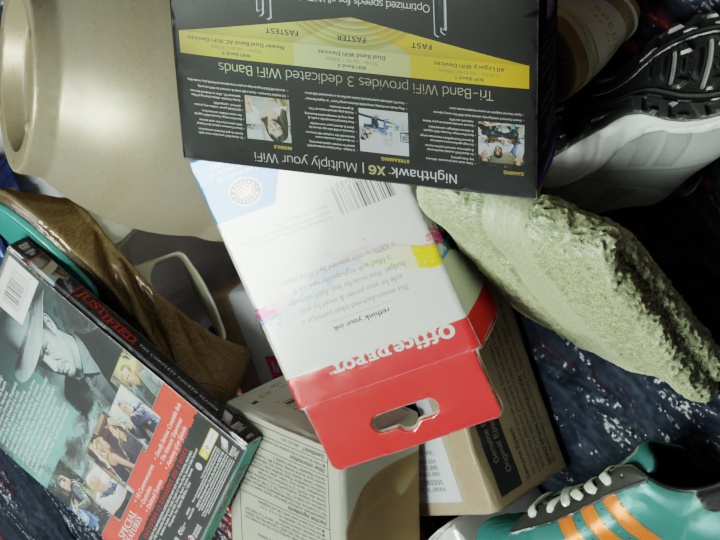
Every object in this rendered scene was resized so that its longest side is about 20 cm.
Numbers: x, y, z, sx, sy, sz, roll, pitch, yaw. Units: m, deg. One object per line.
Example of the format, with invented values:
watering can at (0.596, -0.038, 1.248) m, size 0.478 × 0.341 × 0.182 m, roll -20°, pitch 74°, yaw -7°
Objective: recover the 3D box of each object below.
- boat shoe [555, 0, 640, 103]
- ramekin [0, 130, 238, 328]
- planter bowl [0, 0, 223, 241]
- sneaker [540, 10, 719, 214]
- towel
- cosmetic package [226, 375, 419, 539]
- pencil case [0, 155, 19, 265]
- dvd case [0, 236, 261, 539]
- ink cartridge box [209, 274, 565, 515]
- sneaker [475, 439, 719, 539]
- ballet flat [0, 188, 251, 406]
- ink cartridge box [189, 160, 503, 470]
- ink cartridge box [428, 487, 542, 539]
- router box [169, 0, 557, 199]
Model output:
boat shoe at (0.068, -0.131, 1.513) m, size 0.200 × 0.063 × 0.073 m, roll 2°, pitch 121°, yaw 53°
ramekin at (-0.181, -0.032, 1.825) m, size 0.200 × 0.098 × 0.201 m, roll 23°, pitch 126°, yaw 36°
planter bowl at (-0.146, -0.117, 1.646) m, size 0.200 × 0.134 × 0.201 m, roll 179°, pitch 90°, yaw -73°
sneaker at (0.170, -0.080, 1.468) m, size 0.200 × 0.074 × 0.079 m, roll -19°, pitch 133°, yaw 42°
towel at (0.119, 0.007, 1.508) m, size 0.148 × 0.037 × 0.200 m, roll 24°, pitch 166°, yaw 33°
cosmetic package at (-0.021, 0.172, 1.670) m, size 0.105 × 0.071 × 0.201 m, roll 21°, pitch 122°, yaw 39°
pencil case at (-0.228, 0.021, 1.767) m, size 0.200 × 0.078 × 0.087 m, roll 67°, pitch 162°, yaw -8°
dvd case at (-0.161, 0.092, 1.683) m, size 0.200 × 0.022 × 0.146 m, roll 38°, pitch 130°, yaw 15°
ink cartridge box at (0.013, 0.067, 1.698) m, size 0.200 × 0.075 × 0.165 m, roll -8°, pitch 106°, yaw 49°
sneaker at (0.155, 0.137, 1.581) m, size 0.199 × 0.071 × 0.080 m, roll -6°, pitch 101°, yaw 27°
ballet flat at (-0.144, 0.006, 1.706) m, size 0.200 × 0.072 × 0.068 m, roll 44°, pitch 161°, yaw 0°
ink cartridge box at (0.000, 0.000, 1.545) m, size 0.116 × 0.067 × 0.200 m, roll -19°, pitch 103°, yaw 18°
ink cartridge box at (0.108, 0.253, 1.695) m, size 0.200 × 0.086 × 0.146 m, roll 53°, pitch 139°, yaw 13°
router box at (0.002, -0.126, 1.416) m, size 0.199 × 0.052 × 0.158 m, roll 8°, pitch 126°, yaw 12°
